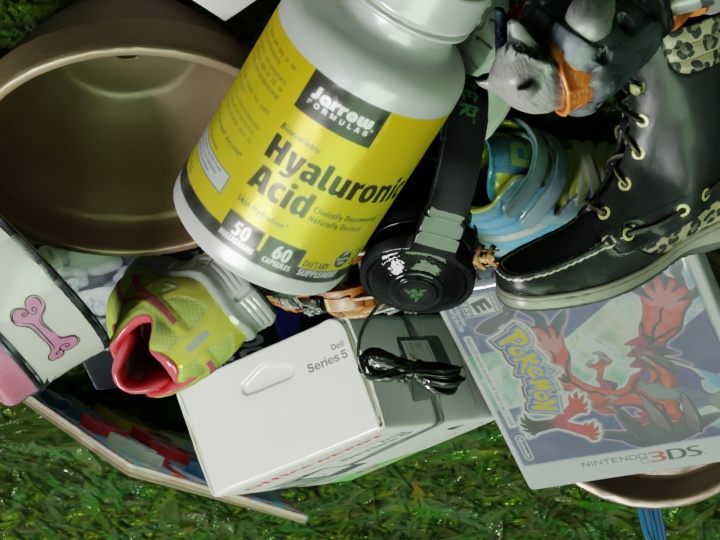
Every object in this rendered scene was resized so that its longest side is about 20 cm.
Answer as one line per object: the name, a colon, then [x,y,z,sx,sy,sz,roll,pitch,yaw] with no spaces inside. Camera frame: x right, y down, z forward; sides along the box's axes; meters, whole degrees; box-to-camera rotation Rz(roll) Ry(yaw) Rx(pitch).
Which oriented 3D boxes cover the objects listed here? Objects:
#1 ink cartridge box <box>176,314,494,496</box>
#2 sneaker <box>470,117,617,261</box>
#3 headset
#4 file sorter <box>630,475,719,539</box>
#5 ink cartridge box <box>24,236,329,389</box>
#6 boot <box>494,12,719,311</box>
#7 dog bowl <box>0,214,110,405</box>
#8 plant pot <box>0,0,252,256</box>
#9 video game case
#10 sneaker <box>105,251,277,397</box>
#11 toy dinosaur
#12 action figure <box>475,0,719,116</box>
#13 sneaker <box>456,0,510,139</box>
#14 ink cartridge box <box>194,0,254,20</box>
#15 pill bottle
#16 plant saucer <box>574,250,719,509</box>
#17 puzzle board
ink cartridge box: [-0.010,0.092,1.641,0.145,0.084,0.200,-25,168,26]
sneaker: [0.149,-0.061,1.516,0.200,0.080,0.131,-23,143,22]
headset: [0.045,-0.017,1.365,0.094,0.124,0.200,15,119,-10]
file sorter: [0.277,0.157,1.764,0.139,0.123,0.200,-13,163,10]
ink cartridge box: [-0.110,0.003,1.602,0.200,0.043,0.198,-11,145,5]
boot: [0.161,-0.073,1.439,0.203,0.073,0.154,-22,117,-8]
dog bowl: [-0.249,0.001,1.439,0.074,0.200,0.200,-46,144,-10]
plant pot: [-0.137,-0.102,1.401,0.200,0.093,0.201,-4,146,-2]
video game case: [0.166,0.065,1.582,0.182,0.023,0.200,-11,129,22]
sneaker: [-0.130,0.040,1.486,0.078,0.090,0.200,47,159,-9]
toy dinosaur: [0.000,0.000,1.490,0.136,0.200,0.102,-24,128,-50]
action figure: [0.143,-0.161,1.292,0.193,0.105,0.200,-41,149,-15]
sneaker: [0.066,-0.129,1.425,0.080,0.076,0.200,-7,151,-32]
ink cartridge box: [-0.072,-0.211,1.274,0.200,0.068,0.115,-30,140,30]
pill bottle: [-0.012,-0.093,1.283,0.111,0.111,0.200,16,122,-28]
plant saucer: [0.202,0.068,1.651,0.200,0.200,0.029,-22,-177,22]
puzzle board: [-0.144,0.129,1.692,0.151,0.017,0.200,19,-177,-33]
